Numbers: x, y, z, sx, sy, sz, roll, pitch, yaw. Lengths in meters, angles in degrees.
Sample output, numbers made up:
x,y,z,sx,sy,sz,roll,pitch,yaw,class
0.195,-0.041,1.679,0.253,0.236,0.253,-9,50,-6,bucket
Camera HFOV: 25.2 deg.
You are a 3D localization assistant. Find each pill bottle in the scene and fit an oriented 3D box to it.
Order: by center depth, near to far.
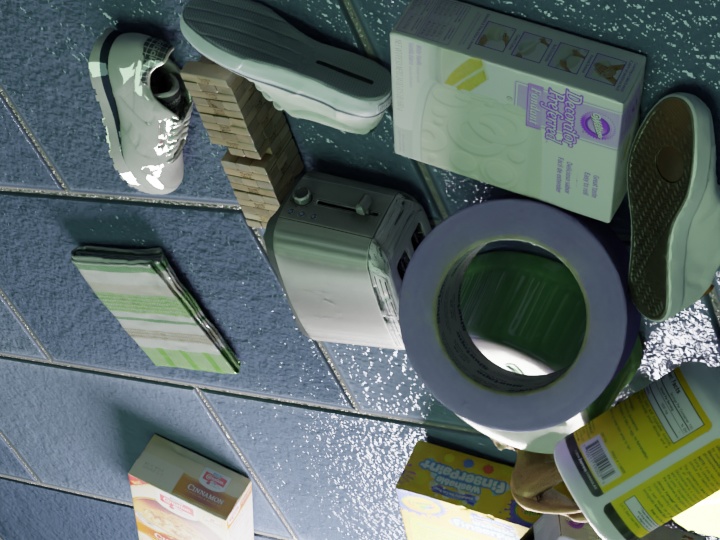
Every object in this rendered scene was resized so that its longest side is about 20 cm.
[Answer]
x,y,z,sx,sy,sz,roll,pitch,yaw,class
0.283,0.153,1.441,0.200,0.113,0.113,-33,119,11,pill bottle

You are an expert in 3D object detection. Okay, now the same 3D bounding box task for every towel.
x,y,z,sx,sy,sz,roll,pitch,yaw,class
-0.237,0.045,1.885,0.149,0.031,0.200,5,141,39,towel

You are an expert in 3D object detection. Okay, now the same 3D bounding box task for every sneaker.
x,y,z,sx,sy,sz,roll,pitch,yaw,class
0.266,-0.059,1.304,0.073,0.084,0.201,39,139,43,sneaker
-0.070,-0.172,1.406,0.199,0.073,0.071,27,144,6,sneaker
-0.198,-0.144,1.555,0.080,0.077,0.200,7,143,18,sneaker

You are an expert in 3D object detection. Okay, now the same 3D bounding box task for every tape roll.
x,y,z,sx,sy,sz,roll,pitch,yaw,class
0.139,0.034,1.396,0.199,0.085,0.201,2,97,19,tape roll

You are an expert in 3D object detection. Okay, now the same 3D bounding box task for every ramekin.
x,y,z,sx,sy,sz,roll,pitch,yaw,class
0.159,0.085,1.538,0.199,0.098,0.200,22,146,15,ramekin

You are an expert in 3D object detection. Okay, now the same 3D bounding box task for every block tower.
x,y,z,sx,sy,sz,roll,pitch,yaw,class
-0.103,-0.126,1.514,0.054,0.058,0.200,11,144,28,block tower

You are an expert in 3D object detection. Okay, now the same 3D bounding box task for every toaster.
x,y,z,sx,sy,sz,roll,pitch,yaw,class
0.000,0.000,1.544,0.129,0.114,0.200,9,140,27,toaster

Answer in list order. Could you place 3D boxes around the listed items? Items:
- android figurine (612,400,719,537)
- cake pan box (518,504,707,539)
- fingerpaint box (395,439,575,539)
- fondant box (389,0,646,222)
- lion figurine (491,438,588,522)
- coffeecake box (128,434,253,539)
x,y,z,sx,sy,sz,roll,pitch,yaw,class
0.336,0.200,1.601,0.200,0.041,0.182,45,145,-20,android figurine
0.247,0.329,1.740,0.199,0.052,0.184,17,134,-20,cake pan box
0.152,0.291,1.843,0.199,0.074,0.167,14,144,22,fingerpaint box
0.125,-0.133,1.313,0.199,0.058,0.145,19,145,17,fondant box
0.181,0.187,1.602,0.122,0.200,0.073,-7,113,12,lion figurine
-0.230,0.331,2.213,0.153,0.073,0.200,23,146,14,coffeecake box
